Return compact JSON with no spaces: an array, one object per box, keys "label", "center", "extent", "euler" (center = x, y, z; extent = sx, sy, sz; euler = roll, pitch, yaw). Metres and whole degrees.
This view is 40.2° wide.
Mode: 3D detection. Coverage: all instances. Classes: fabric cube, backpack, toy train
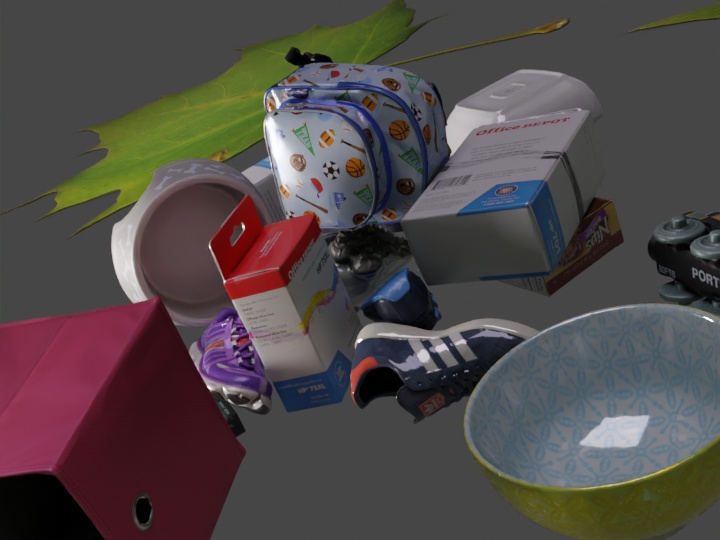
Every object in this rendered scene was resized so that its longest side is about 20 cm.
[{"label":"fabric cube","center":[-0.242,0.171,0.835],"extent":[0.198,0.198,0.200],"euler":[-10,32,22]},{"label":"backpack","center":[-0.003,-0.134,1.070],"extent":[0.188,0.202,0.155],"euler":[-1,32,23]},{"label":"toy train","center":[0.337,-0.004,0.844],"extent":[0.113,0.086,0.200],"euler":[-16,19,-15]}]

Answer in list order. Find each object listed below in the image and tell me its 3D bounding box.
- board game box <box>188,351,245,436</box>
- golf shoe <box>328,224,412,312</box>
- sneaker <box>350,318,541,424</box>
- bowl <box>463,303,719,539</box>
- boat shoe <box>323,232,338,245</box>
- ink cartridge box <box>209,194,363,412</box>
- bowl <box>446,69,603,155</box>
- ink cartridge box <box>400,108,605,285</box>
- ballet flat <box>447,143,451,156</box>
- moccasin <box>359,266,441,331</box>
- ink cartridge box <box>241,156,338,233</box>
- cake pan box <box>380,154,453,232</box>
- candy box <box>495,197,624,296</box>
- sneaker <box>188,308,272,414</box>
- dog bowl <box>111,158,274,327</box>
[{"label":"board game box","center":[-0.215,0.163,1.068],"extent":[0.134,0.028,0.200],"euler":[-30,24,-15]},{"label":"golf shoe","center":[0.000,0.000,1.154],"extent":[0.078,0.098,0.200],"euler":[32,20,16]},{"label":"sneaker","center":[0.080,0.097,0.891],"extent":[0.198,0.075,0.085],"euler":[-5,48,29]},{"label":"bowl","center":[0.180,0.123,0.677],"extent":[0.198,0.109,0.201],"euler":[-20,23,9]},{"label":"boat shoe","center":[-0.080,0.021,1.189],"extent":[0.061,0.073,0.200],"euler":[-7,31,36]},{"label":"ink cartridge box","center":[-0.069,0.026,1.000],"extent":[0.066,0.202,0.117],"euler":[-13,25,23]},{"label":"bowl","center":[0.225,-0.228,1.425],"extent":[0.198,0.075,0.200],"euler":[-29,22,-13]},{"label":"ink cartridge box","center":[0.153,-0.078,1.017],"extent":[0.145,0.087,0.200],"euler":[-5,29,35]},{"label":"ballet flat","center":[0.041,-0.137,1.229],"extent":[0.068,0.064,0.199],"euler":[-33,6,-35]},{"label":"moccasin","center":[0.042,0.044,1.012],"extent":[0.080,0.068,0.200],"euler":[-42,-1,4]},{"label":"ink cartridge box","center":[-0.138,-0.040,1.255],"extent":[0.199,0.148,0.086],"euler":[-32,24,-18]},{"label":"cake pan box","center":[0.113,-0.114,1.249],"extent":[0.199,0.053,0.184],"euler":[-30,8,-12]},{"label":"candy box","center":[0.179,-0.041,1.094],"extent":[0.116,0.057,0.199],"euler":[-33,26,-21]},{"label":"sneaker","center":[-0.136,0.088,1.050],"extent":[0.084,0.080,0.200],"euler":[-62,26,5]},{"label":"dog bowl","center":[-0.185,-0.026,1.143],"extent":[0.199,0.202,0.059],"euler":[-31,23,-17]}]
